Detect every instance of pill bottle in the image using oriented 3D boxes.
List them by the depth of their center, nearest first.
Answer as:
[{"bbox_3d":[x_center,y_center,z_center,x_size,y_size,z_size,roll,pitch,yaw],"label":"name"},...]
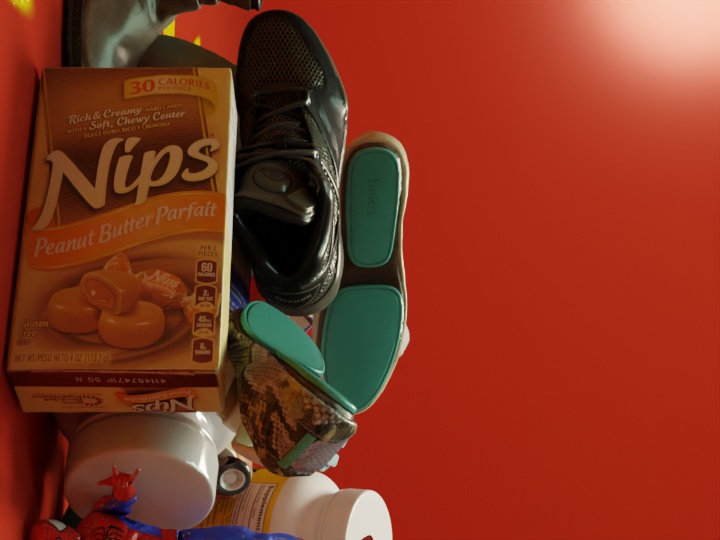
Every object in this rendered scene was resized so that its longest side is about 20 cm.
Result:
[{"bbox_3d":[-0.129,0.056,1.007,0.121,0.118,0.202,90,0,-48],"label":"pill bottle"},{"bbox_3d":[-0.080,0.218,1.318,0.112,0.198,0.114,5,85,-63],"label":"pill bottle"}]

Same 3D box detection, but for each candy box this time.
[{"bbox_3d":[-0.131,-0.020,0.921,0.056,0.114,0.202,92,-2,-60],"label":"candy box"}]

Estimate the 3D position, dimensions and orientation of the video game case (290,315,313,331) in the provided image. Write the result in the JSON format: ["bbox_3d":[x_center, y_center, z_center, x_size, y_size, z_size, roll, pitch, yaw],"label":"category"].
[{"bbox_3d":[-0.115,-0.006,1.382,0.181,0.045,0.200,45,-1,1],"label":"video game case"}]

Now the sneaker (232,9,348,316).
[{"bbox_3d":[-0.047,-0.079,1.027,0.114,0.075,0.202,77,12,-78],"label":"sneaker"}]

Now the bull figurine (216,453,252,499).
[{"bbox_3d":[-0.130,0.119,1.328,0.201,0.120,0.066,-91,-179,-65],"label":"bull figurine"}]

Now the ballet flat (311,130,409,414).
[{"bbox_3d":[0.000,0.000,1.152,0.070,0.069,0.203,-92,-169,-79],"label":"ballet flat"}]

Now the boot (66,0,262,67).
[{"bbox_3d":[-0.125,-0.178,1.070,0.068,0.129,0.203,89,0,-81],"label":"boot"}]

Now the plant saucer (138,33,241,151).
[{"bbox_3d":[-0.112,-0.084,1.168,0.039,0.199,0.202,-57,165,-26],"label":"plant saucer"}]

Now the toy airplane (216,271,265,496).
[{"bbox_3d":[-0.119,0.052,1.166,0.200,0.140,0.202,-35,-136,55],"label":"toy airplane"}]

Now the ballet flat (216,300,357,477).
[{"bbox_3d":[-0.053,0.069,0.915,0.200,0.071,0.073,-134,-137,-74],"label":"ballet flat"}]

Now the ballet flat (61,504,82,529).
[{"bbox_3d":[-0.154,0.193,0.989,0.201,0.067,0.073,-86,175,-55],"label":"ballet flat"}]

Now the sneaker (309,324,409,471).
[{"bbox_3d":[-0.025,0.102,1.335,0.200,0.079,0.132,114,1,-68],"label":"sneaker"}]

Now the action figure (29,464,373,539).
[{"bbox_3d":[-0.086,0.159,0.911,0.099,0.197,0.066,128,-30,-68],"label":"action figure"}]
